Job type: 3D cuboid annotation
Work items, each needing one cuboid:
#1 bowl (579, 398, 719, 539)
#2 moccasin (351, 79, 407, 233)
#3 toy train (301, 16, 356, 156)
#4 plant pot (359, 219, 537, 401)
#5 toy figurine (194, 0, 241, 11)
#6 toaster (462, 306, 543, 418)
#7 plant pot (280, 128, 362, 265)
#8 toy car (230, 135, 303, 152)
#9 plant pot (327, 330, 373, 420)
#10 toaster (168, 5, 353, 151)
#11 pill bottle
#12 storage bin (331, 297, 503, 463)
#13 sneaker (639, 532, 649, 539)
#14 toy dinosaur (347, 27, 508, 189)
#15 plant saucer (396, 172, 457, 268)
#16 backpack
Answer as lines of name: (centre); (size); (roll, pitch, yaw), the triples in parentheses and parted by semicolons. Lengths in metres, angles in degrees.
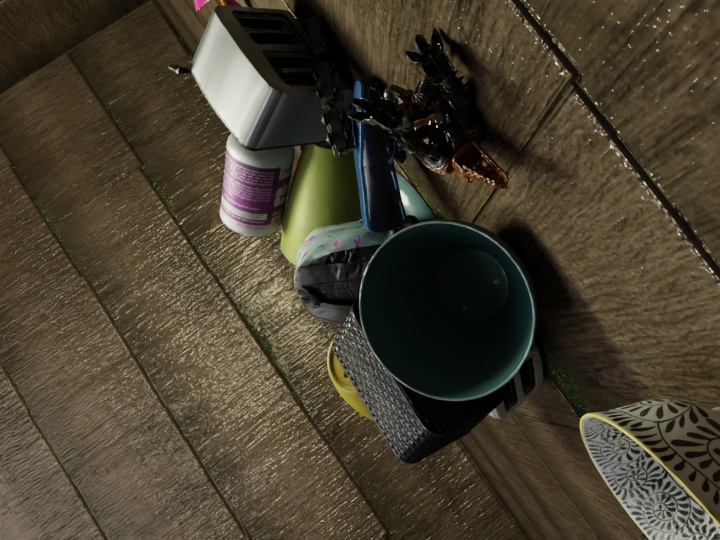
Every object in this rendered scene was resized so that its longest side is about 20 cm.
bowl: (0.278, 0.172, 0.502); (0.201, 0.094, 0.201); (55, 174, 8)
moccasin: (0.028, -0.151, 0.843); (0.081, 0.067, 0.202); (-108, 12, -62)
toy train: (-0.041, -0.238, 0.837); (0.046, 0.034, 0.202); (42, -146, -72)
plant pot: (0.115, 0.033, 0.750); (0.201, 0.200, 0.135); (55, -154, 4)
toy figurine: (-0.228, -0.456, 1.181); (0.186, 0.149, 0.200); (68, -160, 4)
toaster: (0.183, 0.119, 0.911); (0.129, 0.113, 0.201); (46, 167, 38)
plant pot: (-0.044, -0.128, 1.068); (0.187, 0.186, 0.201); (49, 146, 45)
toy car: (-0.157, -0.260, 1.130); (0.178, 0.199, 0.184); (56, 174, -6)
plant pot: (0.028, 0.146, 1.014); (0.200, 0.200, 0.142); (52, -163, 31)
toaster: (-0.133, -0.274, 0.914); (0.181, 0.199, 0.119); (54, 133, 18)
pill bottle: (-0.168, -0.166, 1.046); (0.112, 0.111, 0.201); (51, 139, 37)
storage bin: (0.070, 0.126, 0.828); (0.201, 0.134, 0.094); (56, 143, 23)
sneaker: (0.348, 0.282, 0.628); (0.085, 0.078, 0.200); (54, 173, 9)
toy dinosaur: (0.076, -0.138, 0.598); (0.199, 0.103, 0.136); (24, 168, 44)
plant saucer: (0.087, -0.073, 1.036); (0.201, 0.027, 0.200); (56, 174, 9)
backpack: (0.000, 0.000, 0.963); (0.127, 0.198, 0.168); (-85, -15, -60)
